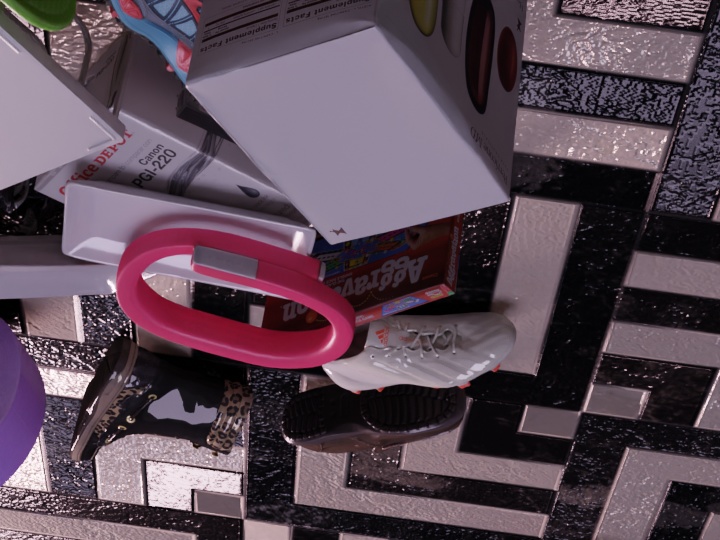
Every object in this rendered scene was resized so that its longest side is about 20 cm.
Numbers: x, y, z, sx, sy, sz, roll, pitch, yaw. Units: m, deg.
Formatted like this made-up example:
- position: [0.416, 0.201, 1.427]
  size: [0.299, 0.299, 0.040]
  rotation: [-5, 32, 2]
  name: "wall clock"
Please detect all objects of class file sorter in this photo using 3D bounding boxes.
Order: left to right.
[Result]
- position: [-0.283, -0.155, 1.407]
  size: [0.199, 0.125, 0.139]
  rotation: [-17, 138, 32]
  name: "file sorter"

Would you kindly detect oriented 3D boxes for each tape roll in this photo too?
- position: [-0.401, 0.129, 1.778]
  size: [0.198, 0.201, 0.066]
  rotation: [-3, 144, 16]
  name: "tape roll"

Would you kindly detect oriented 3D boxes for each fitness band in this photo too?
- position: [-0.100, 0.024, 1.526]
  size: [0.198, 0.038, 0.144]
  rotation: [17, 149, -12]
  name: "fitness band"

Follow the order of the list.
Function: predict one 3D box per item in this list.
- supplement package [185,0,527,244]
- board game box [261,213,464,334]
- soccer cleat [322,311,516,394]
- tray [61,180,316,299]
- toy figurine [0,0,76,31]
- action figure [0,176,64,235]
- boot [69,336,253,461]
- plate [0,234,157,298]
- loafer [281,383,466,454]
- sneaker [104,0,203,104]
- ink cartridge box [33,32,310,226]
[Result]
- position: [0.006, -0.163, 1.268]
  size: [0.146, 0.201, 0.191]
  rotation: [-13, 141, 28]
  name: "supplement package"
- position: [0.000, 0.000, 1.592]
  size: [0.199, 0.104, 0.019]
  rotation: [-19, 138, 34]
  name: "board game box"
- position: [0.046, 0.070, 1.719]
  size: [0.199, 0.070, 0.078]
  rotation: [-12, 138, 31]
  name: "soccer cleat"
- position: [-0.137, -0.029, 1.501]
  size: [0.198, 0.022, 0.108]
  rotation: [11, 148, -4]
  name: "tray"
- position: [-0.174, -0.287, 1.209]
  size: [0.183, 0.201, 0.150]
  rotation: [-29, 175, 17]
  name: "toy figurine"
- position: [-0.321, -0.071, 1.559]
  size: [0.199, 0.103, 0.119]
  rotation: [23, 156, -20]
  name: "action figure"
- position: [-0.203, 0.148, 1.883]
  size: [0.149, 0.074, 0.200]
  rotation: [18, 139, -14]
  name: "boot"
- position: [-0.276, -0.004, 1.626]
  size: [0.198, 0.033, 0.199]
  rotation: [-2, 173, -27]
  name: "plate"
- position: [0.021, 0.138, 1.830]
  size: [0.199, 0.074, 0.071]
  rotation: [-8, 154, 30]
  name: "loafer"
- position: [-0.119, -0.205, 1.363]
  size: [0.095, 0.080, 0.200]
  rotation: [-22, 144, 17]
  name: "sneaker"
- position: [-0.141, -0.087, 1.513]
  size: [0.199, 0.085, 0.145]
  rotation: [27, 141, -23]
  name: "ink cartridge box"
